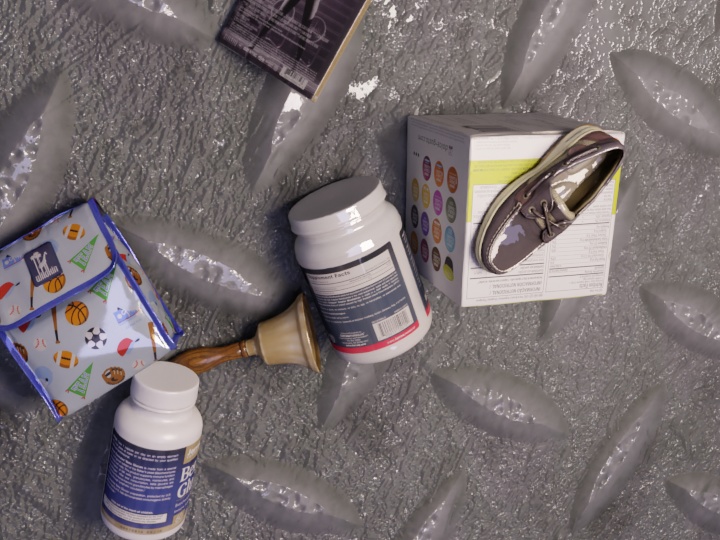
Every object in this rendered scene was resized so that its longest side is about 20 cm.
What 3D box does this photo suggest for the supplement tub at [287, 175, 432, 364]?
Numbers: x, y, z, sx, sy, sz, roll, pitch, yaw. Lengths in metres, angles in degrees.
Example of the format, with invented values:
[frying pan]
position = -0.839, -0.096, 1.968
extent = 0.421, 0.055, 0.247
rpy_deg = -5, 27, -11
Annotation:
[supplement tub]
position = 0.000, 0.000, 1.019
extent = 0.138, 0.140, 0.203
rpy_deg = -24, 112, -8

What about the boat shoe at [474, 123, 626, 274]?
[boat shoe]
position = 0.205, -0.074, 0.881
extent = 0.200, 0.065, 0.072
rpy_deg = -45, 114, 0

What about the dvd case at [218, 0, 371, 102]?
[dvd case]
position = -0.059, -0.314, 0.922
extent = 0.148, 0.016, 0.202
rpy_deg = 34, 98, 20

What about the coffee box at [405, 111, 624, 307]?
[coffee box]
position = 0.179, -0.084, 1.015
extent = 0.196, 0.200, 0.202
rpy_deg = -4, 108, -16

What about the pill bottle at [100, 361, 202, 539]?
[pill bottle]
position = -0.258, 0.223, 1.021
extent = 0.109, 0.111, 0.204
rpy_deg = 8, 108, -18

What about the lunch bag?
[lunch bag]
position = -0.329, 0.042, 0.948
extent = 0.168, 0.124, 0.202
rpy_deg = -30, 99, -6

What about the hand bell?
[hand bell]
position = -0.156, 0.104, 1.049
extent = 0.196, 0.104, 0.106
rpy_deg = -14, 111, 2
